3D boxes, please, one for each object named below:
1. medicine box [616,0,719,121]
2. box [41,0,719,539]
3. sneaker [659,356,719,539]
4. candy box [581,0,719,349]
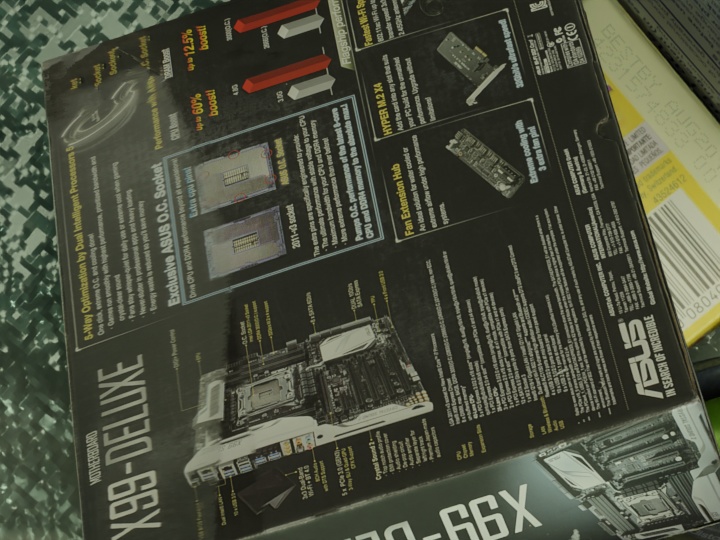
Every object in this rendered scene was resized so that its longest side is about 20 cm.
[{"bbox_3d":[0.101,-0.144,0.752,0.103,0.200,0.182,-39,82,-5],"label":"medicine box"},{"bbox_3d":[0.000,0.000,0.737,0.157,0.050,0.200,-18,46,6],"label":"box"},{"bbox_3d":[0.155,0.050,0.763,0.200,0.081,0.074,-10,68,-13],"label":"sneaker"},{"bbox_3d":[0.026,0.016,0.808,0.200,0.026,0.102,-38,79,-8],"label":"candy box"}]
